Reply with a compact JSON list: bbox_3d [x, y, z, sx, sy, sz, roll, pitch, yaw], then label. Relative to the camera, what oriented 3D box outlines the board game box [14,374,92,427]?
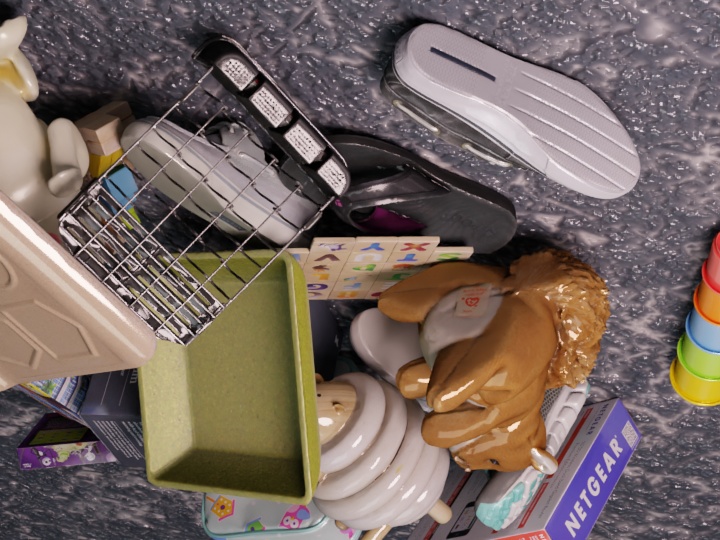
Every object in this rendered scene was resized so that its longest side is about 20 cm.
[{"bbox_3d":[-0.307,0.095,1.509,0.199,0.062,0.200,21,166,38],"label":"board game box"}]

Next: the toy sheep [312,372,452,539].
[{"bbox_3d":[0.008,0.163,1.323,0.137,0.138,0.200,-17,134,38],"label":"toy sheep"}]

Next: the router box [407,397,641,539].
[{"bbox_3d":[0.152,0.214,1.465,0.179,0.200,0.049,-20,110,41],"label":"router box"}]

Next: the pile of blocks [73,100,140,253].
[{"bbox_3d":[-0.198,-0.070,1.255,0.082,0.062,0.200,51,152,8],"label":"pile of blocks"}]

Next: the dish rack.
[{"bbox_3d":[-0.115,-0.052,1.122,0.153,0.200,0.055,46,176,-19],"label":"dish rack"}]

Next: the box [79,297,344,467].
[{"bbox_3d":[-0.134,0.096,1.422,0.199,0.149,0.107,0,147,18],"label":"box"}]

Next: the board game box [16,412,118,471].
[{"bbox_3d":[-0.237,0.164,1.570,0.199,0.120,0.032,-6,106,4],"label":"board game box"}]

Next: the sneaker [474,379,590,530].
[{"bbox_3d":[0.132,0.152,1.390,0.091,0.200,0.078,28,130,10],"label":"sneaker"}]

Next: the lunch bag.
[{"bbox_3d":[-0.062,0.183,1.485,0.160,0.201,0.077,-6,146,23],"label":"lunch bag"}]

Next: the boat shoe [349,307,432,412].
[{"bbox_3d":[0.056,0.097,1.444,0.199,0.072,0.068,24,146,-36],"label":"boat shoe"}]

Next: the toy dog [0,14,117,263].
[{"bbox_3d":[-0.275,-0.062,1.176,0.201,0.139,0.194,58,155,-9],"label":"toy dog"}]

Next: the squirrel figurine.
[{"bbox_3d":[0.132,0.082,1.265,0.199,0.142,0.187,-31,130,-7],"label":"squirrel figurine"}]

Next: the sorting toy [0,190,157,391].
[{"bbox_3d":[-0.267,0.014,1.126,0.199,0.037,0.185,-14,131,41],"label":"sorting toy"}]

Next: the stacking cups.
[{"bbox_3d":[0.300,0.034,1.277,0.060,0.061,0.200,8,143,7],"label":"stacking cups"}]

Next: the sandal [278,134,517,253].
[{"bbox_3d":[0.033,-0.054,1.209,0.199,0.048,0.075,16,135,-15],"label":"sandal"}]

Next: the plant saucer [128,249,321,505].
[{"bbox_3d":[-0.103,0.081,1.268,0.199,0.201,0.048,-1,-174,43],"label":"plant saucer"}]

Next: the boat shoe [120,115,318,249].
[{"bbox_3d":[-0.105,-0.079,1.215,0.070,0.072,0.201,6,159,44],"label":"boat shoe"}]

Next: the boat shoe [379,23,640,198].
[{"bbox_3d":[0.107,-0.110,1.108,0.199,0.072,0.071,30,154,-10],"label":"boat shoe"}]

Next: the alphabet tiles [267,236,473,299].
[{"bbox_3d":[0.000,0.000,1.284,0.165,0.006,0.200,-1,166,-8],"label":"alphabet tiles"}]
